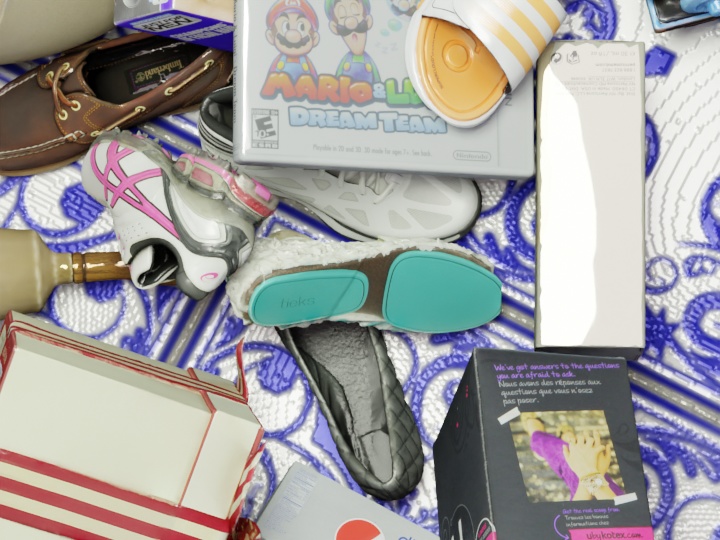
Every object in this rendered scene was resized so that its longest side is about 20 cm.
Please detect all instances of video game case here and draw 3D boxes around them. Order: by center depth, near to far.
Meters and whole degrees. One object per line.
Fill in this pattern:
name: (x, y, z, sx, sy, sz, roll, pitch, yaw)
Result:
video game case: (0.016, -0.153, 1.414, 0.200, 0.024, 0.182, 2, 84, -20)

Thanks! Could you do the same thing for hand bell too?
hand bell: (-0.183, -0.002, 1.501, 0.200, 0.104, 0.104, -4, 83, -8)

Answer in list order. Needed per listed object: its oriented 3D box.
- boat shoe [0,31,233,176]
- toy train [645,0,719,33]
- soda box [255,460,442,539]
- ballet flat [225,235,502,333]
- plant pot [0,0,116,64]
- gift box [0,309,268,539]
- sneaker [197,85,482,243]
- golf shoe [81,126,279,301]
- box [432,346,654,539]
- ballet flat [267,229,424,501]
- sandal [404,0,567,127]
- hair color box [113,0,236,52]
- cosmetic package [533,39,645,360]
boat shoe: (-0.180, -0.124, 1.513, 0.200, 0.070, 0.070, -22, 76, 2)
toy train: (0.275, -0.210, 1.467, 0.200, 0.114, 0.087, -15, 79, 2)
soda box: (0.025, 0.206, 1.451, 0.200, 0.068, 0.063, 27, 58, 7)
ballet flat: (0.000, 0.000, 1.465, 0.200, 0.072, 0.072, 2, 82, -29)
plant pot: (-0.196, -0.233, 1.483, 0.134, 0.200, 0.200, 1, 82, -27)
gift box: (-0.154, 0.125, 1.400, 0.187, 0.185, 0.200, 21, 98, -13)
sneaker: (-0.018, -0.070, 1.471, 0.200, 0.115, 0.076, 18, 85, 6)
golf shoe: (-0.137, -0.037, 1.441, 0.073, 0.200, 0.092, 36, 81, -32)
box: (0.113, 0.163, 1.382, 0.106, 0.122, 0.200, 5, 52, -11)
ballet flat: (-0.010, 0.059, 1.484, 0.066, 0.057, 0.200, -27, 79, -1)
sandal: (0.101, -0.187, 1.405, 0.079, 0.059, 0.207, 36, 73, -13)
hair color box: (-0.066, -0.200, 1.453, 0.065, 0.200, 0.109, -6, 81, 45)
cosmetic package: (0.150, -0.043, 1.462, 0.073, 0.104, 0.200, 1, 82, 4)
